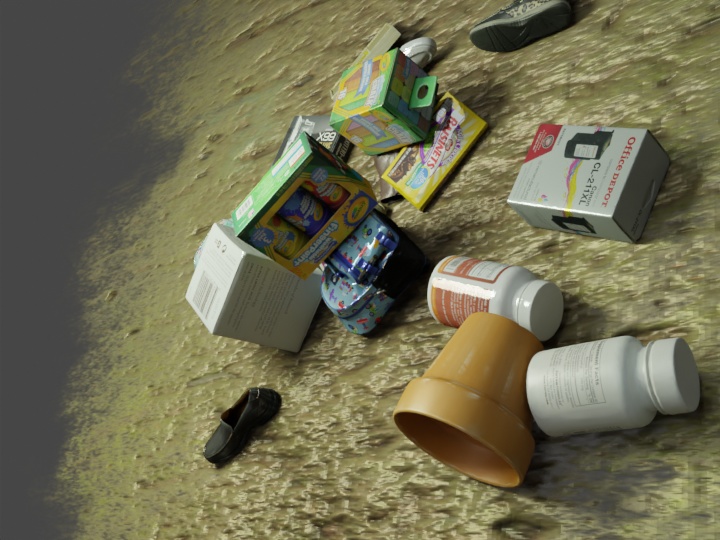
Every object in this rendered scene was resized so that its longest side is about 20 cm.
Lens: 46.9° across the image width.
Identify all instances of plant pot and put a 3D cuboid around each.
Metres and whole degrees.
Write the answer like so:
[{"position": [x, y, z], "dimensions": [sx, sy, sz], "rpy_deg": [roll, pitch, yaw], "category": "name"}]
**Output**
[{"position": [0.171, 0.170, 1.166], "dimensions": [0.197, 0.200, 0.186], "rpy_deg": [5, 57, 47], "category": "plant pot"}]

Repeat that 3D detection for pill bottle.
[{"position": [0.324, 0.147, 1.070], "dimensions": [0.197, 0.114, 0.117], "rpy_deg": [-16, 54, 39], "category": "pill bottle"}, {"position": [0.204, 0.045, 1.263], "dimensions": [0.198, 0.111, 0.114], "rpy_deg": [13, 74, 48], "category": "pill bottle"}]

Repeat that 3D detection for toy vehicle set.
[{"position": [0.007, -0.453, 1.817], "dimensions": [0.200, 0.026, 0.125], "rpy_deg": [-48, 16, 12], "category": "toy vehicle set"}]

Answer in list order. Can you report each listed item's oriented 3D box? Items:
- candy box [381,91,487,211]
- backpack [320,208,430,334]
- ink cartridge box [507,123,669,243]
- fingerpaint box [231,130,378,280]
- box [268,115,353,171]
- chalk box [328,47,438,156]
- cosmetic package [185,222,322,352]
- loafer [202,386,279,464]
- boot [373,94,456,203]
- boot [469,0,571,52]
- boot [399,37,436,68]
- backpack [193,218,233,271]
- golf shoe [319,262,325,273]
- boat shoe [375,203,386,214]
[{"position": [0.137, -0.221, 1.536], "dimensions": [0.102, 0.026, 0.201], "rpy_deg": [40, 98, 15], "category": "candy box"}, {"position": [0.000, 0.000, 1.490], "dimensions": [0.201, 0.133, 0.183], "rpy_deg": [-52, 39, 10], "category": "backpack"}, {"position": [0.343, -0.138, 1.259], "dimensions": [0.198, 0.082, 0.148], "rpy_deg": [14, 75, 50], "category": "ink cartridge box"}, {"position": [-0.096, -0.105, 1.421], "dimensions": [0.200, 0.166, 0.074], "rpy_deg": [-44, 37, 17], "category": "fingerpaint box"}, {"position": [-0.105, -0.262, 1.831], "dimensions": [0.198, 0.049, 0.161], "rpy_deg": [12, 74, 49], "category": "box"}, {"position": [0.057, -0.311, 1.525], "dimensions": [0.198, 0.123, 0.127], "rpy_deg": [-10, 58, 48], "category": "chalk box"}, {"position": [-0.201, 0.034, 1.600], "dimensions": [0.164, 0.197, 0.168], "rpy_deg": [38, 108, 51], "category": "cosmetic package"}, {"position": [-0.246, 0.293, 1.602], "dimensions": [0.200, 0.072, 0.073], "rpy_deg": [-47, 41, 14], "category": "loafer"}, {"position": [0.111, -0.231, 1.594], "dimensions": [0.197, 0.072, 0.171], "rpy_deg": [-20, 65, 32], "category": "boot"}, {"position": [0.304, -0.500, 1.546], "dimensions": [0.200, 0.073, 0.157], "rpy_deg": [-9, 56, 38], "category": "boot"}, {"position": [0.083, -0.390, 1.713], "dimensions": [0.198, 0.073, 0.098], "rpy_deg": [-30, 52, 41], "category": "boot"}, {"position": [-0.265, -0.020, 1.774], "dimensions": [0.179, 0.149, 0.200], "rpy_deg": [-56, 35, 4], "category": "backpack"}, {"position": [-0.076, -0.071, 1.635], "dimensions": [0.091, 0.074, 0.205], "rpy_deg": [-32, 74, 64], "category": "golf shoe"}, {"position": [-0.030, -0.116, 1.656], "dimensions": [0.198, 0.062, 0.075], "rpy_deg": [18, 122, 47], "category": "boat shoe"}]
